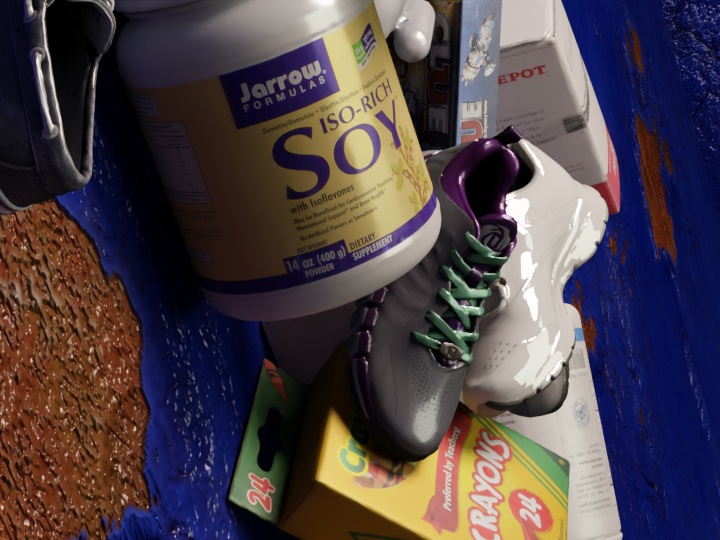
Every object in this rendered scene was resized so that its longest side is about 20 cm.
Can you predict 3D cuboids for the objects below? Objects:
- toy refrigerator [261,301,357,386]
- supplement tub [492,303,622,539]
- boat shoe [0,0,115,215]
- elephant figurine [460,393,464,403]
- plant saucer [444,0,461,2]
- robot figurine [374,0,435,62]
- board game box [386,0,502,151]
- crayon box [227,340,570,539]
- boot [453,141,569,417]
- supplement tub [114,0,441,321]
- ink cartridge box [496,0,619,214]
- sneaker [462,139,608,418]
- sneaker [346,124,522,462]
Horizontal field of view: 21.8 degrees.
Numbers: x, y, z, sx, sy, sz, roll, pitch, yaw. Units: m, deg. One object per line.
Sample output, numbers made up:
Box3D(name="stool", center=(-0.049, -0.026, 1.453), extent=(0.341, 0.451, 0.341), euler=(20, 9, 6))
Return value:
Box3D(name="toy refrigerator", center=(0.000, 0.000, 1.229), extent=(0.200, 0.076, 0.070), euler=(-69, 143, -58))
Box3D(name="supplement tub", center=(0.118, 0.132, 1.411), extent=(0.132, 0.132, 0.200), euler=(5, 75, -71))
Box3D(name="boat shoe", center=(-0.146, -0.119, 0.874), extent=(0.072, 0.068, 0.200), euler=(54, 30, -52))
Box3D(name="elephant figurine", center=(0.071, 0.198, 1.225), extent=(0.141, 0.155, 0.200), euler=(32, 27, -9))
Box3D(name="plant saucer", center=(-0.013, -0.221, 1.048), extent=(0.200, 0.200, 0.049), euler=(172, -61, -82))
Box3D(name="robot figurine", center=(-0.019, -0.202, 1.236), extent=(0.170, 0.113, 0.200), euler=(34, 28, -5))
Box3D(name="board game box", center=(0.050, -0.161, 1.332), extent=(0.135, 0.035, 0.200), euler=(22, -67, 59))
Box3D(name="crayon box", center=(0.028, 0.125, 1.100), extent=(0.200, 0.051, 0.127), euler=(28, 36, -14))
Box3D(name="boot", center=(0.070, 0.017, 1.228), extent=(0.132, 0.070, 0.200), euler=(-29, 99, -64))
Box3D(name="supplement tub", center=(-0.049, -0.089, 1.027), extent=(0.145, 0.145, 0.200), euler=(-63, 138, -63))
Box3D(name="ink cartridge box", center=(0.120, -0.129, 1.558), extent=(0.085, 0.145, 0.200), euler=(-86, 157, -44))
Box3D(name="sneaker", center=(0.090, 0.004, 1.161), extent=(0.087, 0.074, 0.200), euler=(43, 44, -27))
Box3D(name="sneaker", center=(0.048, 0.008, 1.081), extent=(0.074, 0.088, 0.200), euler=(23, 61, -29))
